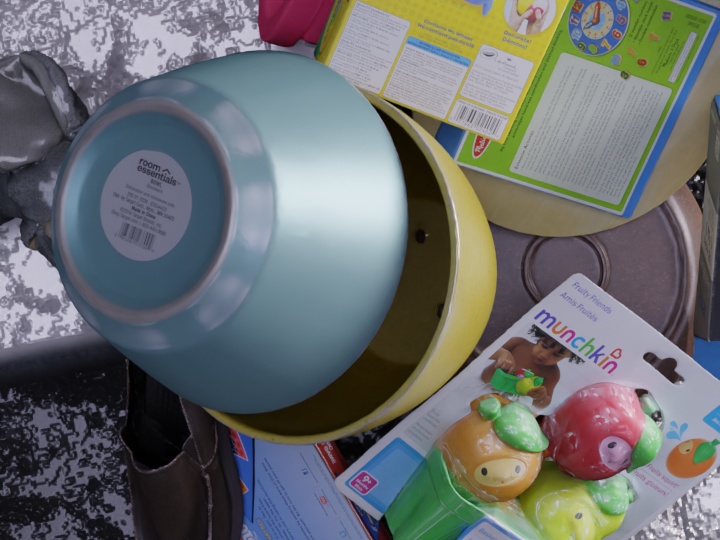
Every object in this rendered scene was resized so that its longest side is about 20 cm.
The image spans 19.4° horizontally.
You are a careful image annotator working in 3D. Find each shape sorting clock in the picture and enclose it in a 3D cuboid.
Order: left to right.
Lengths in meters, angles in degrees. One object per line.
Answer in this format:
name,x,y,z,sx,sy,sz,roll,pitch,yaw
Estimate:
shape sorting clock,0.126,-0.114,1.239,0.200,0.039,0.200,-6,117,-12

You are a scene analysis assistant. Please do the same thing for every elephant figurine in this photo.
elephant figurine,-0.197,-0.061,1.278,0.200,0.142,0.156,-2,106,13

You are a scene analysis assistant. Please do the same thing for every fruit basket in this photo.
fruit basket,0.116,0.113,1.242,0.200,0.094,0.185,-39,124,23

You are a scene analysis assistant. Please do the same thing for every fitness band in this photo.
fitness band,-0.015,-0.218,1.244,0.037,0.200,0.144,14,54,-15

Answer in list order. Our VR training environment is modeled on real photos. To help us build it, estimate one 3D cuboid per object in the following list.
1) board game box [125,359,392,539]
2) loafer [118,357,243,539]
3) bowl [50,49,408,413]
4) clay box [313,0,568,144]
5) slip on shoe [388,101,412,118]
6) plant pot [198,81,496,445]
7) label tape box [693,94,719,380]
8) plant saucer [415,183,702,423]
board game box,-0.058,0.119,1.296,0.103,0.019,0.200,-30,91,37
loafer,-0.120,0.111,1.277,0.073,0.071,0.200,12,114,30
bowl,-0.085,-0.025,1.117,0.200,0.105,0.201,-3,85,30
clay box,0.064,-0.182,1.150,0.115,0.048,0.200,20,108,-13
slip on shoe,0.010,-0.154,1.278,0.061,0.076,0.200,32,124,37
plant pot,0.000,0.000,1.207,0.200,0.142,0.201,-3,84,30
label tape box,0.275,-0.001,1.243,0.144,0.063,0.200,0,116,1
plant saucer,0.123,0.001,1.297,0.200,0.034,0.201,0,87,-4
